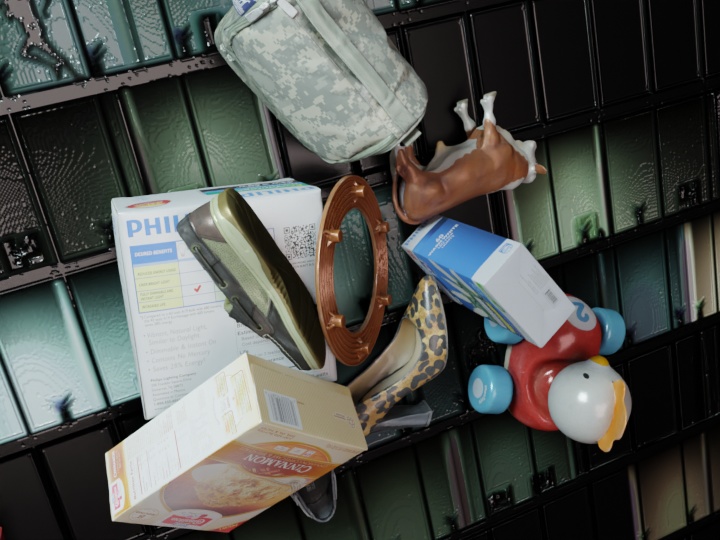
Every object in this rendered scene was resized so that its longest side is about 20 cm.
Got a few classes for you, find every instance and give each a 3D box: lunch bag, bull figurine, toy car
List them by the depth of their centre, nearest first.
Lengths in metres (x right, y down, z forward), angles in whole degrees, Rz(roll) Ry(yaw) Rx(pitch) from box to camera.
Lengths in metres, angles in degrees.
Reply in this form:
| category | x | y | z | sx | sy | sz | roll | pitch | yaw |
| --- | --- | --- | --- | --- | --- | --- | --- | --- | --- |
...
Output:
| category | x | y | z | sx | sy | sz | roll | pitch | yaw |
| --- | --- | --- | --- | --- | --- | --- | --- | --- | --- |
| lunch bag | -0.034 | -0.206 | 0.740 | 0.139 | 0.168 | 0.200 | -46 | 114 | -5 |
| bull figurine | 0.121 | -0.128 | 0.877 | 0.199 | 0.065 | 0.122 | -27 | 107 | -16 |
| toy car | 0.264 | 0.130 | 0.920 | 0.183 | 0.200 | 0.178 | 8 | 100 | -23 |

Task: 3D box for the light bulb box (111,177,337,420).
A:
| category | x | y | z | sx | sy | sz | roll | pitch | yaw |
| --- | --- | --- | --- | --- | --- | --- | --- | --- | --- |
| light bulb box | -0.138 | 0.019 | 0.778 | 0.197 | 0.125 | 0.201 | -9 | 105 | -19 |

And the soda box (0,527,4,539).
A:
| category | x | y | z | sx | sy | sz | roll | pitch | yaw |
| --- | --- | --- | --- | --- | --- | --- | --- | --- | --- |
| soda box | -0.459 | 0.318 | 0.757 | 0.199 | 0.070 | 0.064 | -6 | 104 | -19 |

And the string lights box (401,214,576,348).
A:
| category | x | y | z | sx | sy | sz | roll | pitch | yaw |
| --- | --- | --- | --- | --- | --- | --- | --- | --- | --- |
| string lights box | 0.133 | 0.004 | 0.838 | 0.059 | 0.200 | 0.103 | -47 | 113 | -5 |

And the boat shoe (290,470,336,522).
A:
| category | x | y | z | sx | sy | sz | roll | pitch | yaw |
| --- | --- | --- | --- | --- | --- | --- | --- | --- | --- |
| boat shoe | -0.066 | 0.203 | 0.860 | 0.071 | 0.068 | 0.201 | -21 | 123 | -20 |

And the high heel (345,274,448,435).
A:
| category | x | y | z | sx | sy | sz | roll | pitch | yaw |
| --- | --- | --- | --- | --- | --- | --- | --- | --- | --- |
| high heel | 0.025 | 0.103 | 0.892 | 0.142 | 0.071 | 0.201 | -1 | 108 | -22 |

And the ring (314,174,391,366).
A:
| category | x | y | z | sx | sy | sz | roll | pitch | yaw |
| --- | --- | --- | --- | --- | --- | --- | --- | --- | --- |
| ring | 0.000 | 0.000 | 0.807 | 0.019 | 0.200 | 0.202 | 1 | 107 | 21 |

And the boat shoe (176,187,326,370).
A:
| category | x | y | z | sx | sy | sz | roll | pitch | yaw |
| --- | --- | --- | --- | --- | --- | --- | --- | --- | --- |
| boat shoe | -0.095 | 0.018 | 0.694 | 0.066 | 0.072 | 0.201 | -20 | 125 | 12 |

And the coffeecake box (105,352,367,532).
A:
| category | x | y | z | sx | sy | sz | roll | pitch | yaw |
| --- | --- | --- | --- | --- | --- | --- | --- | --- | --- |
| coffeecake box | -0.121 | 0.176 | 0.744 | 0.200 | 0.073 | 0.153 | -36 | 143 | 23 |
